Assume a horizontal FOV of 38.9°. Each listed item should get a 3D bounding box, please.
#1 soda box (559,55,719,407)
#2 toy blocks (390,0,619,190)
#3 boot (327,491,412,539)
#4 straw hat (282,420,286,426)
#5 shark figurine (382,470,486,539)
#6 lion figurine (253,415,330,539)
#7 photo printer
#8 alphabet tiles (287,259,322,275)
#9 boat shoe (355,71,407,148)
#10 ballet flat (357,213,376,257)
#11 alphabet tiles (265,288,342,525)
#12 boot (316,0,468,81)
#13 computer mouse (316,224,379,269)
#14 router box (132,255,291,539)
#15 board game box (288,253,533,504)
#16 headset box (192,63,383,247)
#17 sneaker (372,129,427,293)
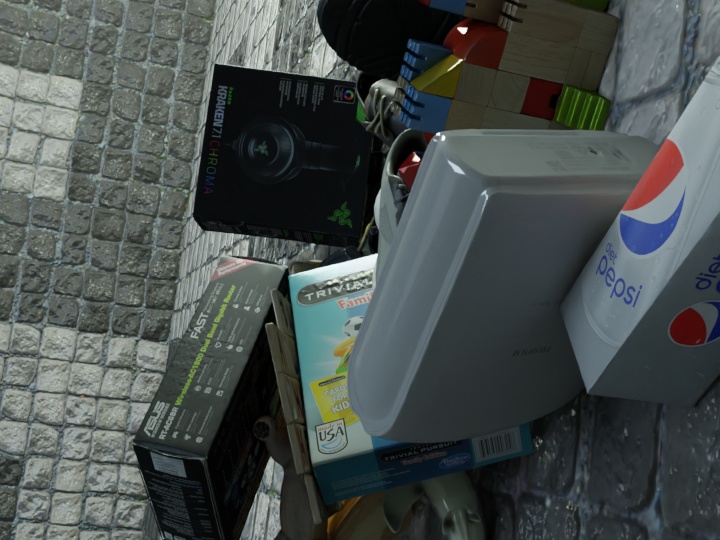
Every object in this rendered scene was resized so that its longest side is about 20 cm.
[{"bbox_3d":[0.172,-0.022,0.486,0.064,0.067,0.201,-98,23,-44],"label":"soda box"},{"bbox_3d":[0.085,-0.118,0.701,0.100,0.135,0.202,-120,41,-64],"label":"toy blocks"},{"bbox_3d":[-0.012,0.192,0.956,0.202,0.070,0.145,107,153,-51],"label":"boot"},{"bbox_3d":[-0.054,0.126,1.105,0.201,0.084,0.204,13,-90,-74],"label":"straw hat"},{"bbox_3d":[0.063,0.188,0.770,0.090,0.127,0.217,72,-178,-71],"label":"shark figurine"},{"bbox_3d":[-0.052,0.194,0.859,0.122,0.072,0.203,-12,-70,-82],"label":"lion figurine"},{"bbox_3d":[0.084,0.017,0.596,0.070,0.165,0.201,53,134,40],"label":"photo printer"},{"bbox_3d":[-0.079,0.088,1.171,0.195,0.014,0.202,-14,-64,-73],"label":"alphabet tiles"},{"bbox_3d":[0.036,-0.145,0.986,0.200,0.072,0.075,-116,38,-62],"label":"boat shoe"},{"bbox_3d":[0.039,-0.042,0.923,0.201,0.070,0.071,117,156,-56],"label":"ballet flat"},{"bbox_3d":[-0.042,0.099,0.755,0.200,0.007,0.169,71,-174,-79],"label":"alphabet tiles"},{"bbox_3d":[0.045,-0.218,0.802,0.163,0.196,0.074,-108,34,-44],"label":"boot"},{"bbox_3d":[0.000,0.000,0.922,0.059,0.034,0.200,61,156,2],"label":"computer mouse"},{"bbox_3d":[-0.109,0.110,0.833,0.151,0.061,0.201,87,-163,-46],"label":"router box"},{"bbox_3d":[0.030,0.065,0.763,0.201,0.149,0.047,-103,-2,-50],"label":"board game box"},{"bbox_3d":[-0.074,-0.124,1.144,0.093,0.197,0.176,103,175,-83],"label":"headset box"},{"bbox_3d":[0.042,-0.031,0.768,0.201,0.073,0.080,-97,3,-48],"label":"sneaker"}]
